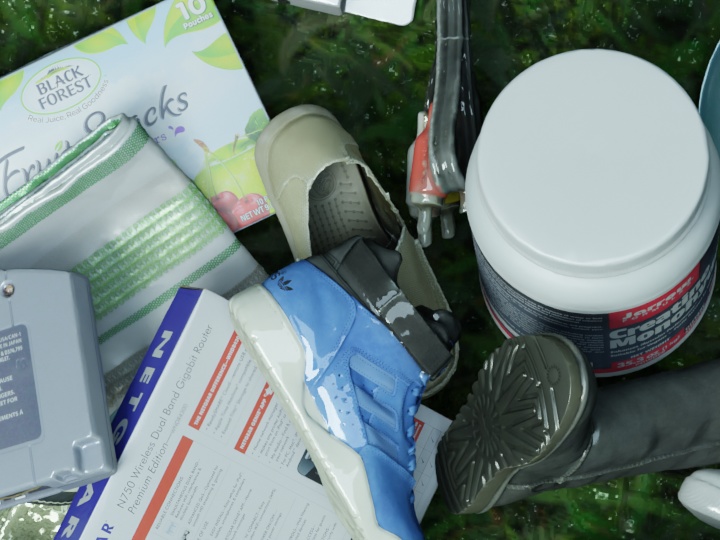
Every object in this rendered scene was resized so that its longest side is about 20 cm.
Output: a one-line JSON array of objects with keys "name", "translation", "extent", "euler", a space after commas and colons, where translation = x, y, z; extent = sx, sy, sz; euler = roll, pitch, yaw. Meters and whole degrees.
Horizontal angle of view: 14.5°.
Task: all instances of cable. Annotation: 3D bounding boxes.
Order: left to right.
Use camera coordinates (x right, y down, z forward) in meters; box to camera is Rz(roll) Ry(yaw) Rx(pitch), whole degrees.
[{"name": "cable", "translation": [0.042, -0.115, 1.650], "extent": [0.050, 0.097, 0.200], "euler": [-6, 88, 11]}]

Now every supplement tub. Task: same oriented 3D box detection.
[{"name": "supplement tub", "translation": [0.131, -0.030, 1.584], "extent": [0.140, 0.200, 0.141], "euler": [-2, 72, 5]}]

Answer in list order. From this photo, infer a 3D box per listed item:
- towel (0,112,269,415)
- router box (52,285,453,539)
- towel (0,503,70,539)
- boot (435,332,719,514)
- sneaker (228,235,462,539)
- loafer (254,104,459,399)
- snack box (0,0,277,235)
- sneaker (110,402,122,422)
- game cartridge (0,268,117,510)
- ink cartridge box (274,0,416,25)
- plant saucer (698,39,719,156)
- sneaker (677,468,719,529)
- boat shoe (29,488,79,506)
[{"name": "towel", "translation": [-0.132, 0.023, 1.645], "extent": [0.149, 0.031, 0.200], "euler": [-36, 115, 7]}, {"name": "router box", "translation": [-0.063, 0.136, 1.594], "extent": [0.179, 0.049, 0.200], "euler": [30, 81, -18]}, {"name": "towel", "translation": [-0.184, 0.224, 1.690], "extent": [0.148, 0.036, 0.200], "euler": [32, 92, -1]}, {"name": "boot", "translation": [0.157, 0.077, 1.581], "extent": [0.200, 0.182, 0.073], "euler": [-4, 69, -23]}, {"name": "sneaker", "translation": [0.021, 0.077, 1.556], "extent": [0.111, 0.077, 0.200], "euler": [-30, 94, -9]}, {"name": "loafer", "translation": [0.000, 0.000, 1.639], "extent": [0.076, 0.068, 0.200], "euler": [-31, 115, -3]}, {"name": "snack box", "translation": [-0.151, -0.064, 1.673], "extent": [0.200, 0.053, 0.142], "euler": [-26, 92, 1]}, {"name": "sneaker", "translation": [-0.083, 0.149, 1.662], "extent": [0.082, 0.074, 0.200], "euler": [-26, 101, 5]}, {"name": "game cartridge", "translation": [-0.232, 0.073, 1.580], "extent": [0.200, 0.041, 0.133], "euler": [-17, 76, 22]}, {"name": "ink cartridge box", "translation": [-0.055, -0.220, 1.661], "extent": [0.200, 0.068, 0.116], "euler": [12, 92, 0]}, {"name": "plant saucer", "translation": [0.299, -0.087, 1.678], "extent": [0.200, 0.027, 0.201], "euler": [0, 91, 2]}, {"name": "sneaker", "translation": [0.286, 0.129, 1.667], "extent": [0.200, 0.075, 0.089], "euler": [13, 87, -9]}, {"name": "boat shoe", "translation": [-0.242, 0.108, 1.661], "extent": [0.199, 0.075, 0.066], "euler": [15, 121, 12]}]
